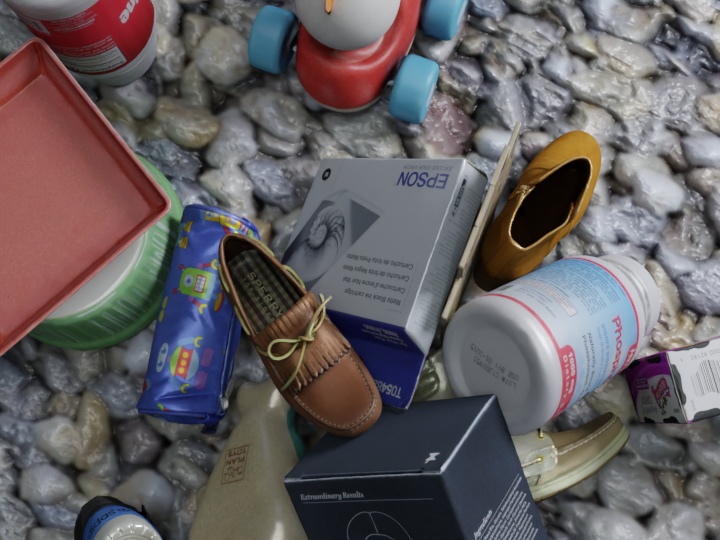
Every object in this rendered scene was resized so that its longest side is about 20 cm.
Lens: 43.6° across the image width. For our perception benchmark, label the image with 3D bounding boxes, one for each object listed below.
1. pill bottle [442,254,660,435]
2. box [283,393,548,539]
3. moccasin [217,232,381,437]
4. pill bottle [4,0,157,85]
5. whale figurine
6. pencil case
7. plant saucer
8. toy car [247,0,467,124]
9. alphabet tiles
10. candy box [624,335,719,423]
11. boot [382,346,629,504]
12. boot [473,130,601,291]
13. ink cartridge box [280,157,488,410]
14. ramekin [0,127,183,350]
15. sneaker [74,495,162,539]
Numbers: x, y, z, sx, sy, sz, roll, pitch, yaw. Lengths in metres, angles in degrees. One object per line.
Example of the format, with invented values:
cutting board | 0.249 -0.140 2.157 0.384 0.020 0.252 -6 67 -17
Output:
pill bottle | 0.167 0.051 0.749 0.198 0.109 0.110 -21 76 -42
box | 0.055 0.215 0.700 0.146 0.107 0.203 -11 107 36
moccasin | -0.053 0.047 0.724 0.073 0.078 0.203 -30 62 -7
pill bottle | -0.250 -0.246 0.816 0.110 0.200 0.115 0 80 2
whale figurine | -0.075 0.193 0.786 0.157 0.103 0.203 -22 52 35
pencil case | -0.143 0.043 0.819 0.085 0.078 0.204 8 79 16
plant saucer | -0.289 -0.061 0.765 0.199 0.037 0.201 -40 81 -5
toy car | -0.003 -0.254 0.808 0.181 0.200 0.180 21 81 6
alphabet tiles | 0.099 -0.027 0.761 0.006 0.200 0.169 20 81 9
candy box | 0.340 0.078 0.764 0.196 0.136 0.062 -16 80 0
boot | 0.121 0.127 0.794 0.197 0.072 0.157 -25 83 2
boot | 0.175 -0.070 0.783 0.070 0.144 0.202 38 71 4
ink cartridge box | 0.000 0.000 0.778 0.040 0.198 0.203 27 78 -38
ramekin | -0.266 -0.033 0.828 0.196 0.098 0.204 0 80 2
sneaker | -0.183 0.283 0.784 0.076 0.111 0.202 -35 114 -23
